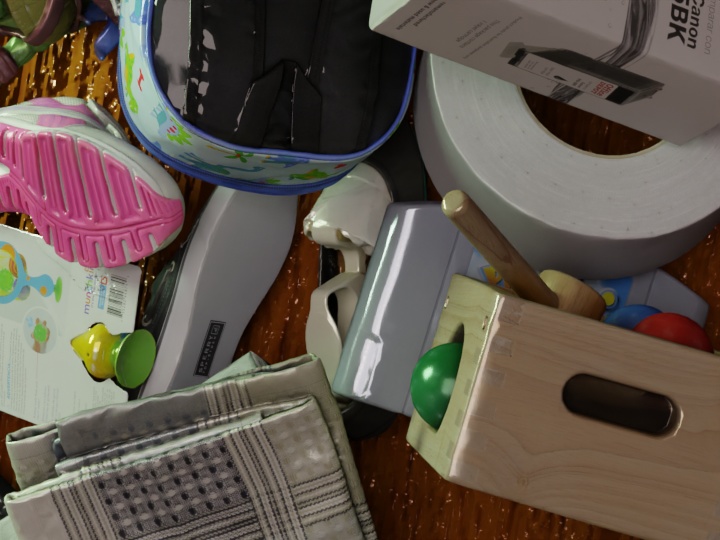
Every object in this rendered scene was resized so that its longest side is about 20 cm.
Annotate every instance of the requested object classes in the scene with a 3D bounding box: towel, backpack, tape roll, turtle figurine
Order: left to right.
[{"bbox_3d":[-0.253,-0.174,1.442,0.200,0.194,0.144,36,98,15],"label":"turtle figurine"},{"bbox_3d":[-0.086,0.158,1.348,0.191,0.035,0.201,-15,107,8],"label":"towel"},{"bbox_3d":[-0.055,-0.147,1.393,0.182,0.147,0.201,8,74,-18],"label":"backpack"},{"bbox_3d":[0.132,-0.100,1.371,0.199,0.066,0.202,3,70,-7],"label":"tape roll"}]

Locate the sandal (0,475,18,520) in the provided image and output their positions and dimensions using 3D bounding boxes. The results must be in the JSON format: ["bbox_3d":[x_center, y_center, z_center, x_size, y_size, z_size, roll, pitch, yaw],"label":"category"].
[{"bbox_3d":[-0.261,0.122,1.507,0.075,0.048,0.201,-38,94,18],"label":"sandal"}]

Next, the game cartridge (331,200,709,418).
[{"bbox_3d":[0.096,0.036,1.398,0.199,0.040,0.134,17,88,-8],"label":"game cartridge"}]

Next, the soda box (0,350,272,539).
[{"bbox_3d":[-0.116,0.134,1.407,0.199,0.063,0.071,-34,57,12],"label":"soda box"}]

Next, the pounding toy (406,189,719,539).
[{"bbox_3d":[0.107,0.050,1.290,0.199,0.184,0.143,16,92,-7],"label":"pounding toy"}]

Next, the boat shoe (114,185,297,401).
[{"bbox_3d":[-0.101,0.019,1.462,0.056,0.068,0.201,24,92,41],"label":"boat shoe"}]

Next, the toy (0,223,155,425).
[{"bbox_3d":[-0.201,0.029,1.479,0.199,0.047,0.116,18,106,38],"label":"toy"}]

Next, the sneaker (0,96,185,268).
[{"bbox_3d":[-0.165,-0.063,1.437,0.199,0.088,0.082,23,123,41],"label":"sneaker"}]

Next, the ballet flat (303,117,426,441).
[{"bbox_3d":[0.000,0.000,1.432,0.068,0.068,0.202,-1,86,34],"label":"ballet flat"}]

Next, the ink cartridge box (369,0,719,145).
[{"bbox_3d":[0.117,-0.172,1.282,0.199,0.083,0.148,17,67,-22],"label":"ink cartridge box"}]
